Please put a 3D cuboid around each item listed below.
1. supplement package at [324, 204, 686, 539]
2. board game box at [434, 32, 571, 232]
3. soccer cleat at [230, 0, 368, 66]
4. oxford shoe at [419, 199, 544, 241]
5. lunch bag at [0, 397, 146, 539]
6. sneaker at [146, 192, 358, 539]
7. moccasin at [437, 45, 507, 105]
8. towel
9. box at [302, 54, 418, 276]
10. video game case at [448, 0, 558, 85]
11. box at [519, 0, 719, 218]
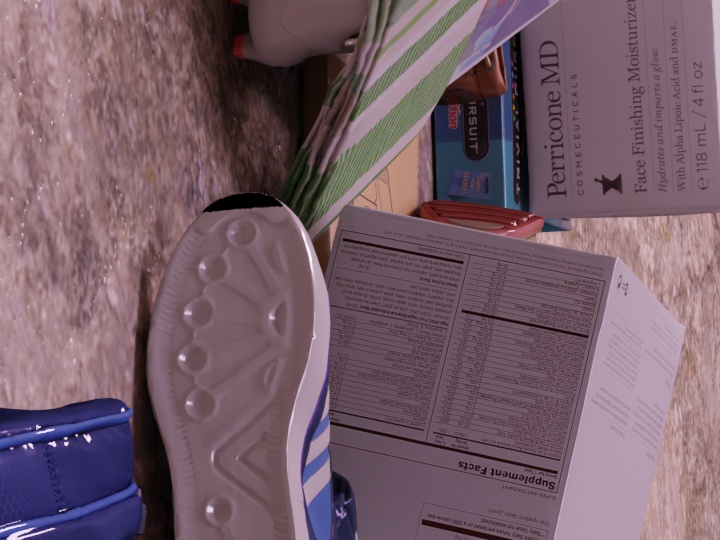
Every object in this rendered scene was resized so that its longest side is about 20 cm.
[{"bbox_3d":[0.058,0.094,1.431,0.191,0.146,0.201,35,67,-70],"label":"supplement package"},{"bbox_3d":[0.093,-0.105,1.844,0.200,0.047,0.152,10,78,-74],"label":"board game box"},{"bbox_3d":[-0.006,-0.140,1.440,0.200,0.077,0.070,-49,134,-69],"label":"soccer cleat"},{"bbox_3d":[0.066,0.000,1.647,0.200,0.070,0.075,7,92,-85],"label":"oxford shoe"},{"bbox_3d":[-0.139,0.092,0.817,0.200,0.135,0.133,-15,102,-74],"label":"lunch bag"},{"bbox_3d":[-0.044,0.080,1.287,0.147,0.080,0.201,65,23,-72],"label":"sneaker"},{"bbox_3d":[0.067,-0.198,1.711,0.074,0.077,0.202,55,35,-62],"label":"moccasin"},{"bbox_3d":[0.021,-0.108,1.387,0.153,0.023,0.200,-45,165,-42],"label":"towel"},{"bbox_3d":[0.000,0.000,1.540,0.163,0.021,0.201,33,57,-70],"label":"box"},{"bbox_3d":[0.088,-0.185,1.515,0.200,0.023,0.183,-40,159,-39],"label":"video game case"},{"bbox_3d":[0.185,-0.135,1.849,0.200,0.130,0.200,-11,97,-74],"label":"box"}]
